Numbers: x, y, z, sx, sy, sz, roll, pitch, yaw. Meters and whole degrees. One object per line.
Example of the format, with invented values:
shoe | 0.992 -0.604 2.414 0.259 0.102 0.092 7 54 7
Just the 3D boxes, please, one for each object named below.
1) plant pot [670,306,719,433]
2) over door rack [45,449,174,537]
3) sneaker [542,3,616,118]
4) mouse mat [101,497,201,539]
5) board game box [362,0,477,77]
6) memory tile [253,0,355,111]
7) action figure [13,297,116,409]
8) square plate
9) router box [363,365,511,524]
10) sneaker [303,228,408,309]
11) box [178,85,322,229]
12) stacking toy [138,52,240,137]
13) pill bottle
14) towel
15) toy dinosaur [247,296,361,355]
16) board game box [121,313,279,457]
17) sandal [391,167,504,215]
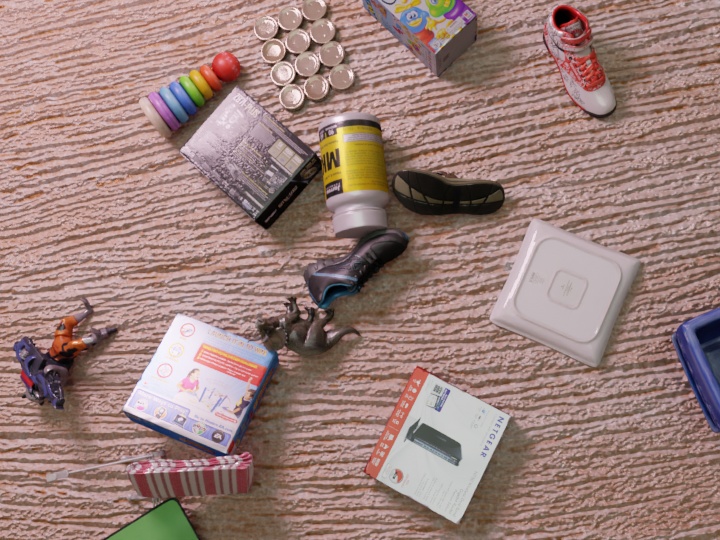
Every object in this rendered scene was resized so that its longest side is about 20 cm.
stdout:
plant pot | 0.603 0.144 1.173 0.199 0.180 0.201 -22 79 5
over door rack | -0.431 0.403 1.333 0.199 0.067 0.148 -10 80 -14
sneaker | 0.379 -0.362 1.316 0.067 0.108 0.202 -28 79 3
mouse mat | -0.338 0.511 1.300 0.161 0.008 0.200 -29 91 -15
board game box | 0.104 -0.466 1.373 0.103 0.105 0.200 -44 79 -1
memory tile | -0.108 -0.408 1.440 0.153 0.017 0.201 -22 80 5
action figure | -0.530 0.171 1.374 0.194 0.105 0.200 -48 53 4
square plate | 0.349 0.034 1.303 0.198 0.028 0.200 24 85 10
router box | 0.129 0.290 1.286 0.179 0.049 0.200 26 86 11
sneaker | 0.000 0.000 1.326 0.200 0.073 0.082 -29 48 11
box | -0.196 -0.203 1.386 0.200 0.086 0.164 41 89 11
stacking toy | -0.310 -0.336 1.430 0.200 0.085 0.085 -35 78 -3
pill bottle | -0.009 -0.164 1.340 0.114 0.114 0.201 -8 80 7
towel | -0.278 0.342 1.269 0.199 0.147 0.030 0 57 -9
toy dinosaur | -0.101 0.107 1.333 0.200 0.077 0.103 19 70 -24
board game box | -0.271 0.198 1.319 0.199 0.056 0.196 20 62 11
sandal | 0.152 -0.139 1.344 0.200 0.057 0.080 8 120 -7
